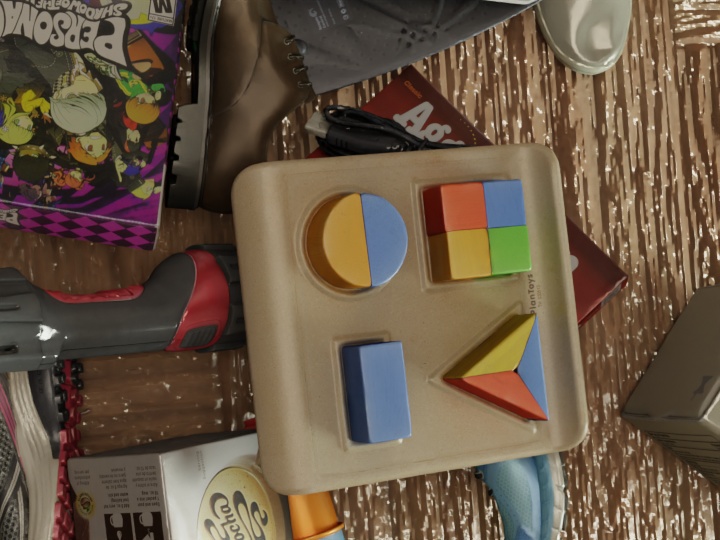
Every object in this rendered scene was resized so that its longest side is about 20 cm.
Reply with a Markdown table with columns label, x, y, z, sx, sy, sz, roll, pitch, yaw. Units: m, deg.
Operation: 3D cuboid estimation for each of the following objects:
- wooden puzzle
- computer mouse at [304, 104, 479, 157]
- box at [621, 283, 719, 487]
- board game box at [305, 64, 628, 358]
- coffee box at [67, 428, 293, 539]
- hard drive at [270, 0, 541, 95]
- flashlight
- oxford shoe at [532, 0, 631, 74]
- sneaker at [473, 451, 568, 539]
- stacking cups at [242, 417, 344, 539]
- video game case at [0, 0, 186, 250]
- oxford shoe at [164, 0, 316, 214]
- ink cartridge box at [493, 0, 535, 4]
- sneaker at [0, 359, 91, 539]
| label | x | y | z | sx | sy | sz | roll | pitch | yaw |
| --- | --- | --- | --- | --- | --- | --- | --- | --- | --- |
| wooden puzzle | 0.035 | 0.024 | 0.830 | 0.198 | 0.046 | 0.187 | -6 | 89 | -18 |
| computer mouse | 0.000 | 0.000 | 0.880 | 0.138 | 0.053 | 0.201 | 20 | 83 | 15 |
| box | 0.294 | 0.106 | 0.944 | 0.199 | 0.128 | 0.109 | 36 | 79 | -8 |
| board game box | 0.062 | -0.029 | 0.916 | 0.103 | 0.019 | 0.200 | -42 | 73 | -8 |
| coffee box | -0.097 | 0.201 | 0.850 | 0.113 | 0.079 | 0.202 | -3 | 85 | -55 |
| hard drive | 0.011 | -0.197 | 0.945 | 0.199 | 0.042 | 0.136 | -24 | 92 | -12 |
| flashlight | -0.148 | 0.019 | 0.838 | 0.199 | 0.067 | 0.069 | -2 | 89 | -44 |
| oxford shoe | 0.153 | -0.234 | 0.973 | 0.074 | 0.058 | 0.202 | 3 | 87 | -15 |
| sneaker | 0.075 | 0.100 | 0.933 | 0.089 | 0.078 | 0.202 | -14 | 80 | -3 |
| stacking cups | -0.028 | 0.185 | 0.910 | 0.060 | 0.060 | 0.202 | -14 | 84 | -13 |
| video game case | -0.209 | -0.111 | 0.863 | 0.198 | 0.036 | 0.183 | 9 | 61 | -11 |
| oxford shoe | -0.066 | -0.134 | 0.884 | 0.084 | 0.073 | 0.202 | 7 | 98 | -10 |
| ink cartridge box | 0.029 | -0.261 | 0.883 | 0.199 | 0.045 | 0.178 | 0 | 84 | -31 |
| sneaker | -0.203 | 0.117 | 0.863 | 0.074 | 0.081 | 0.202 | -8 | 74 | 3 |
